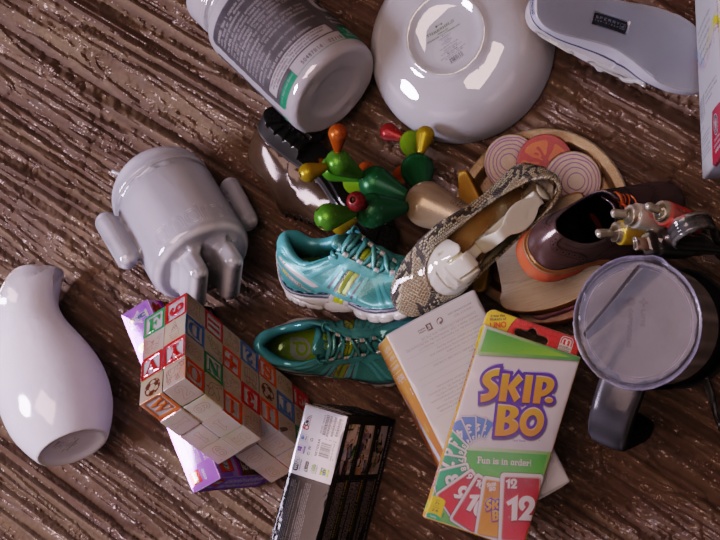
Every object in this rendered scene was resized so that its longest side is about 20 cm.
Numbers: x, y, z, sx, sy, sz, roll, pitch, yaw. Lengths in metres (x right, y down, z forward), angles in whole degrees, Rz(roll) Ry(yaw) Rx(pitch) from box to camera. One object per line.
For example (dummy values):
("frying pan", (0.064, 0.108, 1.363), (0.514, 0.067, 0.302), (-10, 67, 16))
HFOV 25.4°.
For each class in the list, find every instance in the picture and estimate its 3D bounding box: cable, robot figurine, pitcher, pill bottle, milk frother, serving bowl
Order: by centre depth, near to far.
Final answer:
("milk frother", (0.311, 0.083, 1.453), (0.198, 0.188, 0.183), (2, 88, 23))
("cable", (0.314, -0.039, 1.462), (0.097, 0.199, 0.051), (-26, 69, 50))
("serving bowl", (0.097, -0.234, 1.640), (0.198, 0.066, 0.202), (-2, 84, 20))
("pill bottle", (-0.089, -0.247, 1.682), (0.200, 0.113, 0.113), (45, 100, 26))
("robot figurine", (-0.192, -0.052, 1.692), (0.201, 0.168, 0.113), (55, 147, 32))
("pitcher", (-0.359, 0.122, 1.756), (0.172, 0.121, 0.201), (-44, 59, 33))

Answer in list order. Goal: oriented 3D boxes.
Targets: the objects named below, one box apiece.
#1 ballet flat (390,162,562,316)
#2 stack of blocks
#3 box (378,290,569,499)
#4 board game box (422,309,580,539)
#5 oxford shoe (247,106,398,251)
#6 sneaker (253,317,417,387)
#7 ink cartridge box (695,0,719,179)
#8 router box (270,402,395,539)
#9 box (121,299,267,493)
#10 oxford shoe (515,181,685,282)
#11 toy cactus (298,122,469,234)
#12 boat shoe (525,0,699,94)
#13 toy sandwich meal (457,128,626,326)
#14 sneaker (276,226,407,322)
("ballet flat", (0.112, -0.030, 1.508), (0.200, 0.075, 0.068), (-41, 107, -10))
("stack of blocks", (-0.131, 0.130, 1.589), (0.058, 0.200, 0.116), (-30, 39, 22))
("box", (0.105, 0.135, 1.532), (0.097, 0.124, 0.201), (-26, 84, -6))
("board game box", (0.132, 0.143, 1.458), (0.095, 0.030, 0.202), (18, 80, -2))
("oxford shoe", (-0.040, -0.078, 1.682), (0.200, 0.072, 0.085), (45, 126, 15))
("sneaker", (-0.016, 0.081, 1.638), (0.198, 0.080, 0.078), (-5, 83, 19))
("ink cartridge box", (0.388, -0.197, 1.467), (0.143, 0.145, 0.202), (-3, 83, 5))
("router box", (-0.032, 0.237, 1.589), (0.051, 0.149, 0.202), (14, 88, 21))
("box", (-0.163, 0.130, 1.657), (0.039, 0.137, 0.201), (-29, 75, 19))
("oxford shoe", (0.241, -0.045, 1.503), (0.072, 0.199, 0.073), (59, 148, 13))
("toy cactus", (0.038, -0.088, 1.581), (0.164, 0.200, 0.103), (24, 118, 18))
("boat shoe", (0.253, -0.222, 1.577), (0.200, 0.086, 0.075), (18, 85, -7))
("toy sandwich meal", (0.175, -0.045, 1.585), (0.203, 0.070, 0.207), (-3, 83, 21))
("sneaker", (0.000, 0.000, 1.597), (0.198, 0.078, 0.080), (4, 126, 27))
